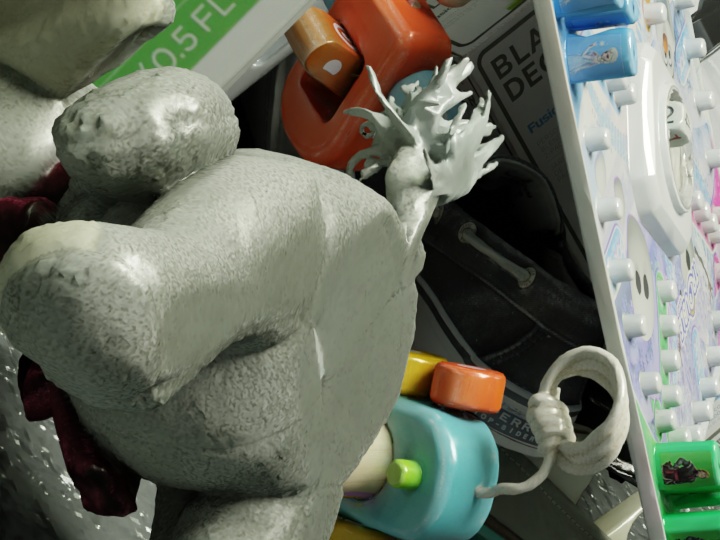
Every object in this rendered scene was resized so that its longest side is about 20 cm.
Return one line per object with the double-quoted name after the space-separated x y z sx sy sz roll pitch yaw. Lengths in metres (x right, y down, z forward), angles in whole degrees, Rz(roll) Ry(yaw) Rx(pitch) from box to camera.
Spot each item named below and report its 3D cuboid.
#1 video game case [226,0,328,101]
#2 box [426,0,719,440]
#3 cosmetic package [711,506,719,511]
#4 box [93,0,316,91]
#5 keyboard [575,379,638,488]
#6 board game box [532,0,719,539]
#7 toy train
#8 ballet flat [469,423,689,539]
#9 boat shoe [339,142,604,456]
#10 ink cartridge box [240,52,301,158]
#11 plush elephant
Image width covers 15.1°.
-0.024 -0.156 1.053 0.023 0.182 0.200 44 16 -33 "video game case"
0.108 -0.041 1.019 0.060 0.117 0.200 30 -26 59 "box"
0.204 0.115 0.846 0.123 0.200 0.199 47 -11 -21 "cosmetic package"
-0.083 -0.154 0.878 0.171 0.199 0.200 42 18 -14 "box"
0.011 0.022 0.989 0.200 0.040 0.104 33 16 -9 "keyboard"
0.103 -0.040 0.885 0.200 0.026 0.200 -63 142 -60 "board game box"
0.000 0.000 0.843 0.056 0.150 0.200 9 43 -39 "toy train"
0.072 0.088 0.933 0.200 0.064 0.067 42 -11 -21 "ballet flat"
0.040 -0.012 0.942 0.072 0.068 0.200 24 17 -21 "boat shoe"
0.020 -0.117 1.124 0.146 0.086 0.200 -1 33 -12 "ink cartridge box"
-0.073 0.000 0.679 0.200 0.155 0.165 -55 149 -41 "plush elephant"
